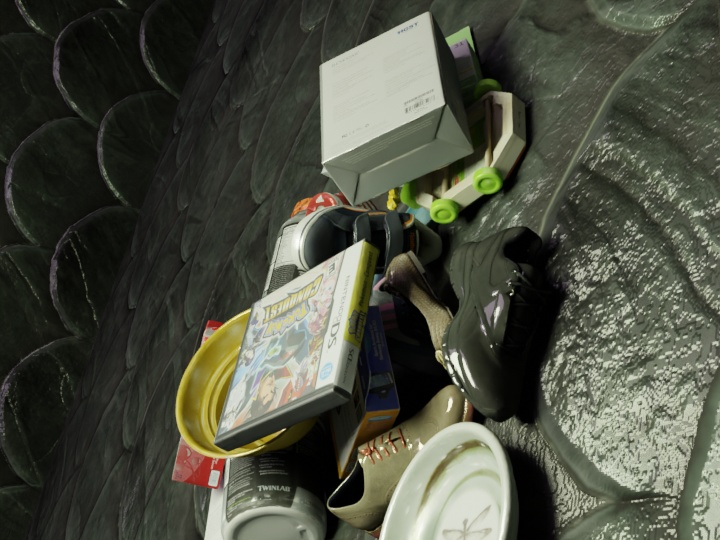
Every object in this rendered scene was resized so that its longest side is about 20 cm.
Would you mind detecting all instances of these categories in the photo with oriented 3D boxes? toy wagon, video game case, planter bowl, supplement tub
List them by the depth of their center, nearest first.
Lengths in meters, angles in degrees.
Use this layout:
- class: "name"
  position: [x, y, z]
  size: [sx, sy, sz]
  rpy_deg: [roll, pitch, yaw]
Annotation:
- class: "video game case"
  position: [-0.067, 0.078, 1.031]
  size: [0.200, 0.025, 0.181]
  rpy_deg: [-28, 39, 42]
- class: "planter bowl"
  position: [-0.103, 0.140, 1.132]
  size: [0.200, 0.084, 0.201]
  rpy_deg: [-19, 45, 19]
- class: "toy wagon"
  position: [0.109, -0.125, 1.159]
  size: [0.200, 0.039, 0.156]
  rpy_deg: [-35, 36, 40]
- class: "supplement tub"
  position: [-0.101, 0.235, 1.199]
  size: [0.123, 0.122, 0.200]
  rpy_deg: [-51, 25, 33]
- class: "supplement tub"
  position: [-0.063, 0.011, 1.340]
  size: [0.122, 0.122, 0.201]
  rpy_deg: [-34, 37, 53]

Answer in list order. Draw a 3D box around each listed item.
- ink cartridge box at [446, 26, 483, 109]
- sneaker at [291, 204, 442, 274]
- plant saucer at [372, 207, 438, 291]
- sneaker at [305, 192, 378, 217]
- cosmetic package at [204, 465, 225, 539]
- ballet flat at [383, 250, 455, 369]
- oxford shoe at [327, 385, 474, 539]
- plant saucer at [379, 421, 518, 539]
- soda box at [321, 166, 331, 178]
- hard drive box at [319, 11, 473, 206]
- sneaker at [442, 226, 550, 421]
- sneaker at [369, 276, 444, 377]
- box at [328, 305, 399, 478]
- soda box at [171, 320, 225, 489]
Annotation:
- class: "ink cartridge box"
  position: [0.081, -0.249, 1.289]
  size: [0.145, 0.048, 0.201]
  rpy_deg: [-24, 40, 17]
- class: "sneaker"
  position: [0.014, -0.033, 1.124]
  size: [0.079, 0.200, 0.079]
  rpy_deg: [11, 102, 40]
- class: "plant saucer"
  position: [0.061, -0.043, 1.250]
  size: [0.200, 0.019, 0.070]
  rpy_deg: [-55, 25, 28]
- class: "sneaker"
  position: [0.000, 0.000, 1.250]
  size: [0.078, 0.115, 0.201]
  rpy_deg: [4, 101, 42]
- class: "cosmetic package"
  position: [-0.147, 0.293, 1.318]
  size: [0.102, 0.074, 0.201]
  rpy_deg: [-48, 26, 39]
- class: "ballet flat"
  position: [0.068, 0.050, 1.028]
  size: [0.046, 0.068, 0.200]
  rpy_deg: [-24, 42, -4]
- class: "oxford shoe"
  position: [0.039, 0.185, 0.987]
  size: [0.200, 0.075, 0.071]
  rpy_deg: [-57, 23, 22]
- class: "plant saucer"
  position: [0.084, 0.234, 0.868]
  size: [0.200, 0.050, 0.201]
  rpy_deg: [-50, 26, 36]
- class: "soda box"
  position: [0.017, -0.155, 1.397]
  size: [0.064, 0.068, 0.200]
  rpy_deg: [-68, 21, -6]
- class: "hard drive box"
  position: [0.037, -0.190, 1.163]
  size: [0.155, 0.077, 0.201]
  rpy_deg: [-22, 41, 18]
- class: "sneaker"
  position: [0.129, 0.040, 0.919]
  size: [0.091, 0.076, 0.201]
  rpy_deg: [-32, 42, 39]
- class: "sneaker"
  position: [0.048, 0.055, 1.109]
  size: [0.082, 0.070, 0.200]
  rpy_deg: [-66, 23, 6]
- class: "box"
  position: [0.000, 0.126, 1.058]
  size: [0.200, 0.041, 0.120]
  rpy_deg: [110, 153, -55]
- class: "soda box"
  position: [-0.188, 0.171, 1.286]
  size: [0.070, 0.063, 0.201]
  rpy_deg: [-104, 28, -77]
